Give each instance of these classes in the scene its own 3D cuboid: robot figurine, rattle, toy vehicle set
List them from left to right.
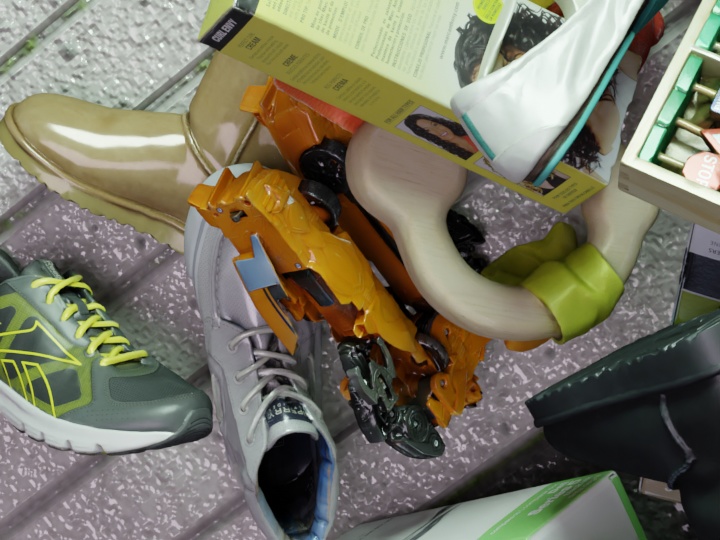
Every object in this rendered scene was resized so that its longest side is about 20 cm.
[{"bbox_3d":[0.000,0.000,1.428,0.058,0.145,0.200,-9,131,37],"label":"robot figurine"},{"bbox_3d":[0.041,-0.047,1.409,0.199,0.143,0.131,27,96,-5],"label":"rattle"},{"bbox_3d":[0.212,-0.097,1.277,0.124,0.027,0.201,23,66,13],"label":"toy vehicle set"}]

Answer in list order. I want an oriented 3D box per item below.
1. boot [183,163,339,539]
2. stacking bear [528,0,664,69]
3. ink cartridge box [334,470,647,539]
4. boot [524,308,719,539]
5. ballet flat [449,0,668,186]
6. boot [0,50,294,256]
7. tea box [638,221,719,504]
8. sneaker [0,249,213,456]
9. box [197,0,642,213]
[{"bbox_3d":[-0.042,0.049,1.457,0.073,0.096,0.201,-15,125,-9],"label":"boot"},{"bbox_3d":[0.070,-0.162,1.374,0.122,0.114,0.200,-48,121,-8],"label":"stacking bear"},{"bbox_3d":[0.069,0.197,1.466,0.199,0.084,0.146,-16,102,47],"label":"ink cartridge box"},{"bbox_3d":[0.162,0.105,1.272,0.163,0.073,0.198,63,154,-1],"label":"boot"},{"bbox_3d":[0.108,-0.126,1.297,0.069,0.200,0.070,29,153,17],"label":"ballet flat"},{"bbox_3d":[-0.070,-0.111,1.463,0.174,0.066,0.201,27,112,-11],"label":"boot"},{"bbox_3d":[0.254,0.022,1.358,0.199,0.134,0.198,15,125,9],"label":"tea box"},{"bbox_3d":[-0.160,0.041,1.501,0.199,0.074,0.085,16,103,33],"label":"sneaker"},{"bbox_3d":[0.029,-0.103,1.315,0.199,0.076,0.050,23,155,-16],"label":"box"}]
